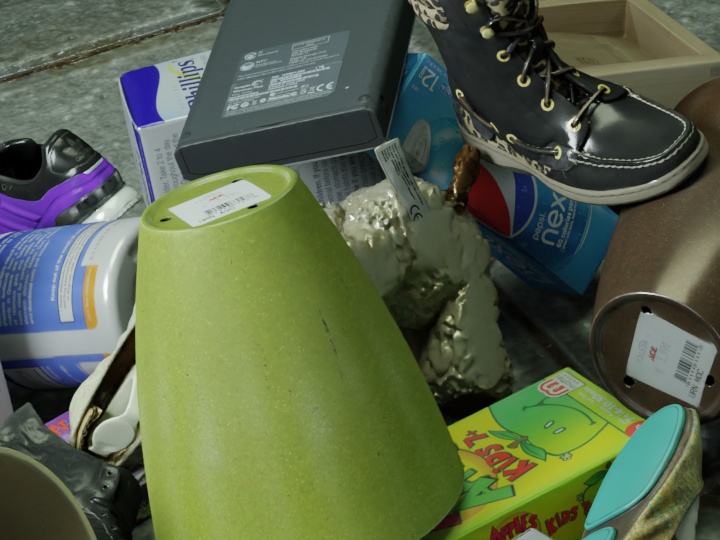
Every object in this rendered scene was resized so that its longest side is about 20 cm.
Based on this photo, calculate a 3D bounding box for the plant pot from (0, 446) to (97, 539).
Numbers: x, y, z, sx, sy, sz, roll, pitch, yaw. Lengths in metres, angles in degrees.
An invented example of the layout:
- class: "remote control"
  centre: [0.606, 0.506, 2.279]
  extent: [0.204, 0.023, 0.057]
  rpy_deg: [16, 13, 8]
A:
- class: "plant pot"
  centre: [-0.271, 0.200, 1.236]
  extent: [0.199, 0.189, 0.187]
  rpy_deg: [-9, 26, 32]

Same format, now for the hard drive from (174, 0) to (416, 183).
- class: "hard drive"
  centre: [-0.038, -0.137, 1.485]
  extent: [0.138, 0.033, 0.201]
  rpy_deg: [-11, 35, 18]

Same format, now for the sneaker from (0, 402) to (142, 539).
- class: "sneaker"
  centre: [-0.160, 0.156, 1.343]
  extent: [0.199, 0.060, 0.104]
  rpy_deg: [21, 48, 30]

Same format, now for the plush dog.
- class: "plush dog"
  centre: [0.000, 0.000, 1.463]
  extent: [0.171, 0.199, 0.162]
  rpy_deg: [-11, 55, 49]

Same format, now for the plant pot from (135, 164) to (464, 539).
- class: "plant pot"
  centre: [-0.053, 0.049, 1.277]
  extent: [0.185, 0.202, 0.187]
  rpy_deg: [-13, 20, 5]

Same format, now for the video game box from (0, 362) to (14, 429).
- class: "video game box"
  centre: [-0.327, 0.037, 1.517]
  extent: [0.199, 0.184, 0.047]
  rpy_deg: [13, 33, 36]

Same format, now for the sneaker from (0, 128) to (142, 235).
- class: "sneaker"
  centre: [-0.247, -0.047, 1.655]
  extent: [0.200, 0.100, 0.070]
  rpy_deg: [-32, 12, 44]

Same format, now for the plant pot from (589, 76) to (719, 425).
- class: "plant pot"
  centre: [0.225, 0.004, 1.376]
  extent: [0.186, 0.188, 0.200]
  rpy_deg: [8, 34, 31]

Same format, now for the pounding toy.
- class: "pounding toy"
  centre: [0.144, -0.116, 1.704]
  extent: [0.198, 0.143, 0.184]
  rpy_deg: [-8, 27, -18]

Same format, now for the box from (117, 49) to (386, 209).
- class: "box"
  centre: [-0.057, -0.067, 1.604]
  extent: [0.198, 0.185, 0.105]
  rpy_deg: [-15, 31, -8]

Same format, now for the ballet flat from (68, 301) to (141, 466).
- class: "ballet flat"
  centre: [-0.123, 0.059, 1.383]
  extent: [0.067, 0.200, 0.063]
  rpy_deg: [26, 38, -13]

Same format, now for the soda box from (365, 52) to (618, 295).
- class: "soda box"
  centre: [0.082, -0.065, 1.526]
  extent: [0.064, 0.200, 0.068]
  rpy_deg: [-58, 26, -11]

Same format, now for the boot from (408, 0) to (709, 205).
- class: "boot"
  centre: [0.111, -0.125, 1.369]
  extent: [0.073, 0.151, 0.199]
  rpy_deg: [-43, 37, -19]

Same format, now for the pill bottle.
- class: "pill bottle"
  centre: [-0.207, 0.025, 1.552]
  extent: [0.199, 0.113, 0.112]
  rpy_deg: [-4, 27, 37]

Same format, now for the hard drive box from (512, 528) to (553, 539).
- class: "hard drive box"
  centre: [0.127, 0.235, 1.035]
  extent: [0.076, 0.157, 0.199]
  rpy_deg: [-28, 32, -26]

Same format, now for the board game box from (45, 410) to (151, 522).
- class: "board game box"
  centre: [-0.206, 0.148, 1.440]
  extent: [0.199, 0.033, 0.120]
  rpy_deg: [-30, 30, -30]

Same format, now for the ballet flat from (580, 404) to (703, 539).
- class: "ballet flat"
  centre: [0.153, 0.158, 1.254]
  extent: [0.070, 0.071, 0.200]
  rpy_deg: [7, 38, 29]

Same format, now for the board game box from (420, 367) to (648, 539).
- class: "board game box"
  centre: [0.077, 0.135, 1.341]
  extent: [0.199, 0.048, 0.101]
  rpy_deg: [-24, 32, -23]
